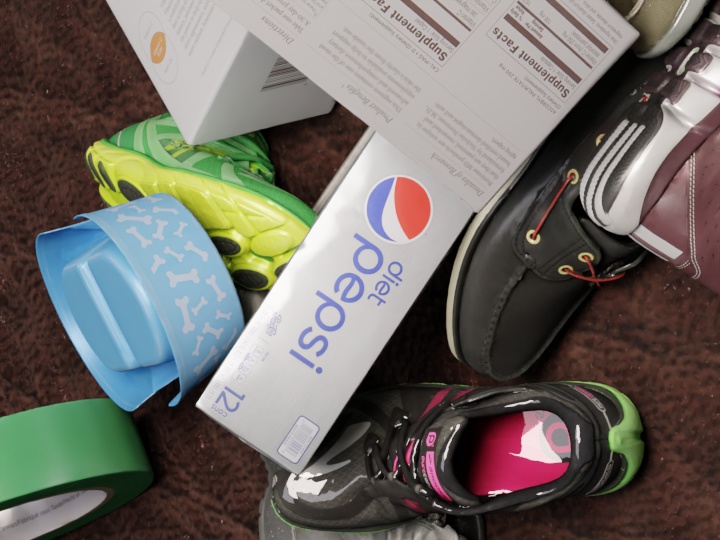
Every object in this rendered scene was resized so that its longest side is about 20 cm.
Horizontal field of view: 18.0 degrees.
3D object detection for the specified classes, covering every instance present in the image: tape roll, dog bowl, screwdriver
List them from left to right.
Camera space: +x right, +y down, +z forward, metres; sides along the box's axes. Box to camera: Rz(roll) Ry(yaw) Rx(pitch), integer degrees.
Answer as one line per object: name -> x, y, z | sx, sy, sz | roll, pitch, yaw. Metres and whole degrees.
tape roll -> -0.223, 0.134, 1.338 | 0.200, 0.200, 0.048 | -31, 75, 41
dog bowl -> -0.119, 0.015, 1.231 | 0.112, 0.049, 0.200 | 63, 161, -4
screwdriver -> 0.013, -0.079, 1.181 | 0.200, 0.028, 0.029 | -57, 32, 33

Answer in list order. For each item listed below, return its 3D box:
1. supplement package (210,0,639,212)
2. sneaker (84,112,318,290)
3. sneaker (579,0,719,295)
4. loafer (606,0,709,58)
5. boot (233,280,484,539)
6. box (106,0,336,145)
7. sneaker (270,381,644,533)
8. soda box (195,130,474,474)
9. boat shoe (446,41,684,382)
supplement package -> -0.005, -0.147, 0.995 | 0.111, 0.200, 0.156 | -48, 38, 8
sneaker -> -0.079, -0.051, 1.248 | 0.200, 0.084, 0.074 | 26, 150, 49
sneaker -> 0.198, -0.076, 1.014 | 0.115, 0.076, 0.200 | 37, 96, -13
loafer -> 0.126, -0.196, 1.028 | 0.075, 0.069, 0.201 | 164, 112, -71
boot -> 0.004, 0.084, 1.227 | 0.130, 0.068, 0.201 | -12, 87, 31
box -> -0.079, -0.189, 1.211 | 0.200, 0.097, 0.125 | 59, 144, 20
sneaker -> 0.039, 0.089, 1.135 | 0.199, 0.084, 0.077 | -14, 81, 23
soda box -> 0.000, 0.000, 1.120 | 0.063, 0.068, 0.200 | 34, 90, 0
boat shoe -> 0.104, -0.024, 1.096 | 0.063, 0.073, 0.202 | 48, 121, 37
